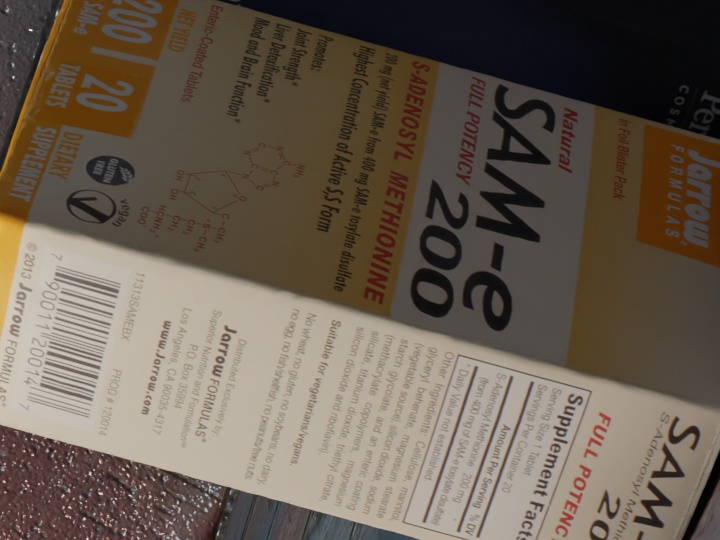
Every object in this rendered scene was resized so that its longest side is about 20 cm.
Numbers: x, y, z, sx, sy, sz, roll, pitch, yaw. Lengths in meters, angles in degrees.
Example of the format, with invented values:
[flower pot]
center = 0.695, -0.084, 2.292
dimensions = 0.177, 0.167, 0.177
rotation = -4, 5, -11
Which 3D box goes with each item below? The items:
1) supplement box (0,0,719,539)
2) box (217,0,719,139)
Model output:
[supplement box]
center = 0.000, 0.000, 0.790
dimensions = 0.126, 0.199, 0.074
rotation = -79, 5, -53
[box]
center = 0.005, -0.044, 0.924
dimensions = 0.124, 0.197, 0.201
rotation = -81, 10, -54
